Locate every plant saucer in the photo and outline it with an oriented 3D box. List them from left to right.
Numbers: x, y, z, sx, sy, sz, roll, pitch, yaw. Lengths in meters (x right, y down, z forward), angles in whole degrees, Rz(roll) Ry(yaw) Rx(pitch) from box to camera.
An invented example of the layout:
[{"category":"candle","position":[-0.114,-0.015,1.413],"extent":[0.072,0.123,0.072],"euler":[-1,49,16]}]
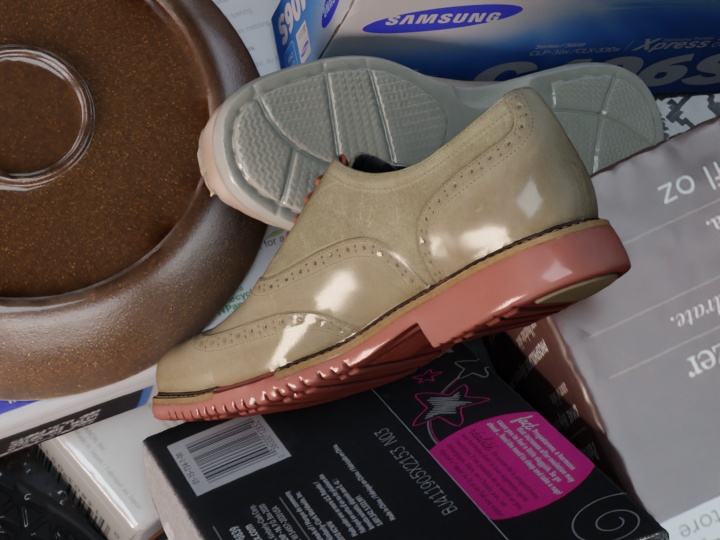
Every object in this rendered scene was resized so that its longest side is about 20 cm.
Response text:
[{"category":"plant saucer","position":[-0.127,-0.052,0.769],"extent":[0.198,0.032,0.202],"euler":[4,69,-9]}]

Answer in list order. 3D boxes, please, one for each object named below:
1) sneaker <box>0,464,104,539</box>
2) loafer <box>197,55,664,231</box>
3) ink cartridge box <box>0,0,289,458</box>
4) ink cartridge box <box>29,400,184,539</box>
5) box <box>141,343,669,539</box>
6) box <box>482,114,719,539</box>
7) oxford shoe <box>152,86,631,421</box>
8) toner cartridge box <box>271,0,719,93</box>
[{"category":"sneaker","position":[-0.162,0.111,0.809],"extent":[0.200,0.083,0.072],"euler":[49,49,-11]},{"category":"loafer","position":[0.023,-0.042,0.791],"extent":[0.199,0.063,0.073],"euler":[-5,85,-32]},{"category":"ink cartridge box","position":[-0.097,-0.049,0.813],"extent":[0.196,0.047,0.201],"euler":[-19,72,-18]},{"category":"ink cartridge box","position":[-0.071,-0.008,0.852],"extent":[0.200,0.050,0.162],"euler":[-37,81,-26]},{"category":"box","position":[0.018,0.121,0.722],"extent":[0.131,0.200,0.116],"euler":[-22,114,-12]},{"category":"box","position":[0.156,0.052,0.774],"extent":[0.165,0.164,0.201],"euler":[-24,81,-6]},{"category":"oxford shoe","position":[0.000,0.000,0.710],"extent":[0.199,0.070,0.075],"euler":[-24,81,34]},{"category":"toner cartridge box","position":[0.074,-0.104,0.809],"extent":[0.198,0.095,0.044],"euler":[-4,69,-20]}]
